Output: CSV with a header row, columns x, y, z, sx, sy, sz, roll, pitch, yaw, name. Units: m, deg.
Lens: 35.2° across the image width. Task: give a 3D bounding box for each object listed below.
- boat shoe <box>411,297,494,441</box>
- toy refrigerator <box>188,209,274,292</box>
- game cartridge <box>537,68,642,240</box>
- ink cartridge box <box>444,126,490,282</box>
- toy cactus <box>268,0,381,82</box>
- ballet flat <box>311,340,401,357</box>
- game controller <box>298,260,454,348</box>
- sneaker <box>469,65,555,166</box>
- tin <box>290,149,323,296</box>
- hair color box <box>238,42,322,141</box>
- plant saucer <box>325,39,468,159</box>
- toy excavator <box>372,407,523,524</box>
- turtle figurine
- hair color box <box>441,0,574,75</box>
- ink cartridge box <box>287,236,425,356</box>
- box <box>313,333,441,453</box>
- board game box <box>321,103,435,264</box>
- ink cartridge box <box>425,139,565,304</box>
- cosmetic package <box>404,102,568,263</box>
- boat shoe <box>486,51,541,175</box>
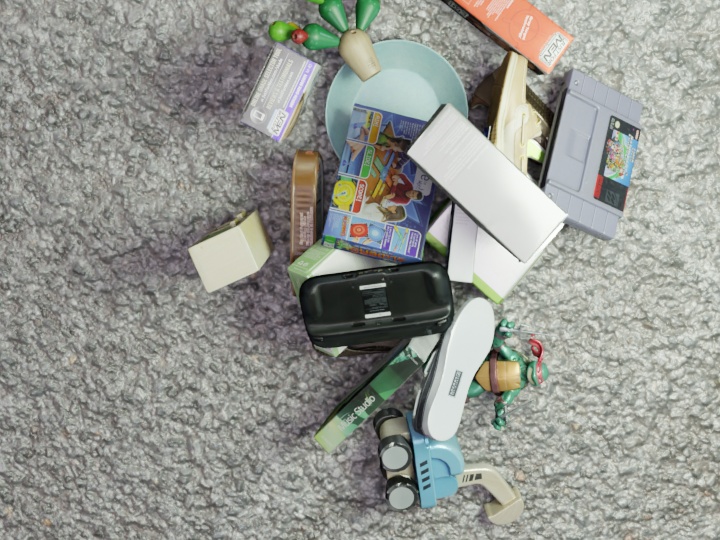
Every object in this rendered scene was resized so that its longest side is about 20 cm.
x,y,z,sx,sy,sz,roll,pitch,yaw,name
0.121,0.131,1.551,0.071,0.067,0.203,22,82,-30,boat shoe
-0.172,-0.032,1.529,0.075,0.200,0.071,-23,97,6,toy refrigerator
0.311,-0.155,1.530,0.128,0.038,0.203,20,75,-17,game cartridge
0.138,-0.090,1.489,0.039,0.099,0.203,7,95,2,ink cartridge box
-0.020,-0.334,1.508,0.199,0.102,0.166,-34,94,-32,toy cactus
0.027,0.090,1.620,0.197,0.046,0.069,-7,99,2,ballet flat
0.021,0.044,1.464,0.197,0.042,0.106,-8,112,5,game controller
0.234,-0.189,1.574,0.075,0.071,0.201,-36,98,31,sneaker
-0.073,-0.065,1.566,0.041,0.112,0.204,1,100,0,tin
-0.102,-0.234,1.496,0.064,0.200,0.110,26,98,-2,hair color box
0.050,-0.216,1.578,0.197,0.039,0.205,0,99,1,plant saucer
0.128,0.286,1.621,0.197,0.100,0.197,-9,112,0,toy excavator
0.190,0.149,1.599,0.197,0.101,0.152,-7,81,19,turtle figurine
0.185,-0.346,1.523,0.199,0.102,0.062,36,97,-3,hair color box
0.000,0.000,1.554,0.200,0.048,0.147,-42,133,-29,ink cartridge box
0.028,0.152,1.557,0.036,0.144,0.200,43,112,1,box
0.034,-0.114,1.506,0.133,0.035,0.203,14,67,-1,board game box
0.199,-0.078,1.578,0.147,0.076,0.201,41,94,-4,ink cartridge box
0.150,-0.106,1.384,0.199,0.107,0.090,40,95,-5,cosmetic package
0.204,-0.184,1.499,0.068,0.074,0.203,7,95,-5,boat shoe
